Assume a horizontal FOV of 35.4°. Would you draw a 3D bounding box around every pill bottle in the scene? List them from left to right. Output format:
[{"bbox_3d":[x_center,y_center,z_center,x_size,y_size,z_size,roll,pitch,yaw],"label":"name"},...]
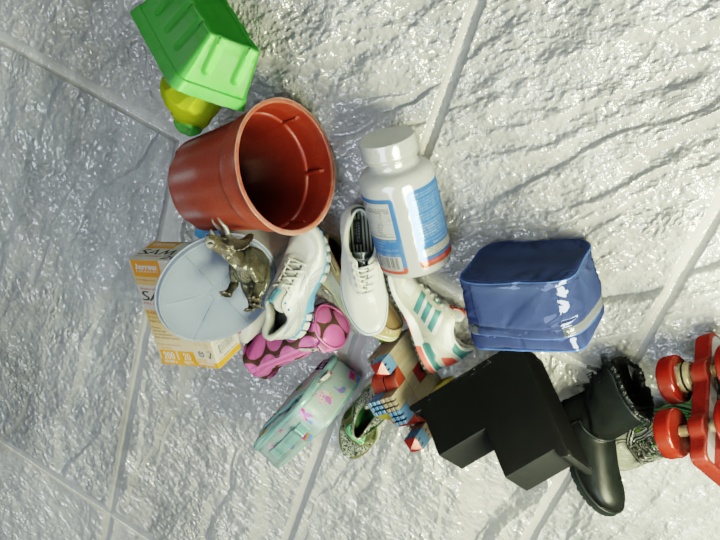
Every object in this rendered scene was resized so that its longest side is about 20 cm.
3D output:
[{"bbox_3d":[0.061,-0.100,1.629,0.112,0.112,0.201,2,118,31],"label":"pill bottle"}]

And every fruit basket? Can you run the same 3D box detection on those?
[{"bbox_3d":[-0.250,-0.293,1.645,0.215,0.155,0.217,-14,71,44],"label":"fruit basket"}]

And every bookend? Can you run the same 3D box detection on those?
[{"bbox_3d":[0.203,0.245,1.653,0.198,0.201,0.092,-34,141,16],"label":"bookend"}]

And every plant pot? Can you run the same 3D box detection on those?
[{"bbox_3d":[-0.175,-0.143,1.708,0.195,0.201,0.202,-7,115,44],"label":"plant pot"}]

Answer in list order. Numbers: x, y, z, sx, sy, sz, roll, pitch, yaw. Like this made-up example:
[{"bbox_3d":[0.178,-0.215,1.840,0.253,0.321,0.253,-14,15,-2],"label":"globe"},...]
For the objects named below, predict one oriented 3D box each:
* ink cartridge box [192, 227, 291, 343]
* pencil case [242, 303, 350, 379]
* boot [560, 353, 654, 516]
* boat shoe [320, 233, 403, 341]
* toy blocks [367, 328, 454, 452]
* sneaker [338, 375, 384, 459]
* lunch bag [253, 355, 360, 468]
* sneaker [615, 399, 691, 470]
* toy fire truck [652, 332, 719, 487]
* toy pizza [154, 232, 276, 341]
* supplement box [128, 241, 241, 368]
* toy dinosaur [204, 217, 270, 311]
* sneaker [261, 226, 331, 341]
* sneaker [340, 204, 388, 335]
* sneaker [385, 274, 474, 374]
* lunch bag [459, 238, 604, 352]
[{"bbox_3d":[-0.207,0.001,1.875,0.144,0.085,0.201,30,128,13],"label":"ink cartridge box"},{"bbox_3d":[-0.113,0.123,1.883,0.091,0.094,0.200,35,138,-28],"label":"pencil case"},{"bbox_3d":[0.363,0.233,1.621,0.163,0.073,0.199,-51,49,47],"label":"boot"},{"bbox_3d":[-0.003,0.026,1.770,0.200,0.074,0.066,44,129,2],"label":"boat shoe"},{"bbox_3d":[0.068,0.194,1.789,0.100,0.137,0.201,-21,105,39],"label":"toy blocks"},{"bbox_3d":[-0.002,0.260,1.906,0.077,0.089,0.201,32,131,10],"label":"sneaker"},{"bbox_3d":[-0.092,0.239,1.902,0.077,0.160,0.200,43,132,1],"label":"lunch bag"},{"bbox_3d":[0.425,0.238,1.631,0.078,0.085,0.200,44,132,0],"label":"sneaker"},{"bbox_3d":[0.482,0.196,1.509,0.112,0.201,0.168,-19,134,39],"label":"toy fire truck"},{"bbox_3d":[-0.226,0.024,1.758,0.032,0.199,0.201,-128,35,-47],"label":"toy pizza"},{"bbox_3d":[-0.287,0.056,1.854,0.125,0.074,0.201,1,118,31],"label":"supplement box"},{"bbox_3d":[-0.162,0.003,1.698,0.077,0.103,0.200,4,163,23],"label":"toy dinosaur"},{"bbox_3d":[-0.106,0.024,1.744,0.075,0.087,0.201,23,110,27],"label":"sneaker"},{"bbox_3d":[0.000,0.000,1.703,0.073,0.071,0.201,-10,89,0],"label":"sneaker"},{"bbox_3d":[0.109,0.056,1.738,0.093,0.070,0.201,-21,99,12],"label":"sneaker"},{"bbox_3d":[0.236,0.044,1.593,0.199,0.136,0.133,0,118,32],"label":"lunch bag"}]
